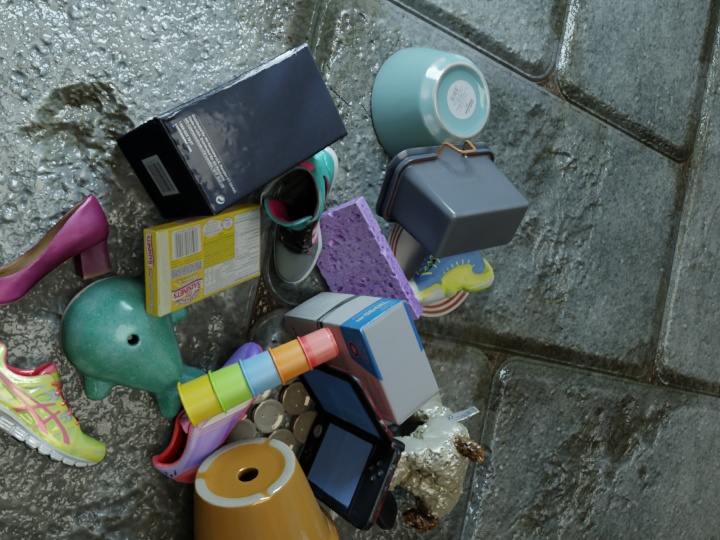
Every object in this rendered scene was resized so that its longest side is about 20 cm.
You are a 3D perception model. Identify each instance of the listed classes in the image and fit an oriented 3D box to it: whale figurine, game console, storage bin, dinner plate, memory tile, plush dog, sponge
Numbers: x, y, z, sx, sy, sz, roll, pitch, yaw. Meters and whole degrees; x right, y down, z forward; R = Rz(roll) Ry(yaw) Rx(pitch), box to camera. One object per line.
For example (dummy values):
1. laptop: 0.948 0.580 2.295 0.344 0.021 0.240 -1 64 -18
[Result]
1. whale figurine: -0.266 0.100 0.785 0.159 0.104 0.200 -46 118 -22
2. game console: -0.048 0.219 0.859 0.118 0.200 0.173 29 78 -31
3. storage bin: 0.149 -0.106 0.961 0.199 0.134 0.146 -12 138 -33
4. dinner plate: 0.119 -0.024 1.073 0.200 0.024 0.201 -3 96 -34
5. memory tile: -0.154 0.221 0.919 0.200 0.017 0.154 -29 109 -29
6. plush dog: 0.121 0.310 1.017 0.200 0.160 0.172 -50 143 -43
7. sponge: 0.000 0.000 0.942 0.200 0.111 0.030 62 30 -16

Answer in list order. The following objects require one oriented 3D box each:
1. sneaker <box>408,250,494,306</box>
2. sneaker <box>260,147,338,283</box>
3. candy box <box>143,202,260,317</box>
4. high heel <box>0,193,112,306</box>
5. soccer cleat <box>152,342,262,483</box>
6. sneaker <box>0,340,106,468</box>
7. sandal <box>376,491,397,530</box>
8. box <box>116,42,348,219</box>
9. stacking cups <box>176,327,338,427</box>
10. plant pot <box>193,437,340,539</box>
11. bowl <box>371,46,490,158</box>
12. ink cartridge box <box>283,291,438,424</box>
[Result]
1. sneaker: 0.119 -0.003 1.031 0.199 0.076 0.105 -11 81 -32
2. sneaker: -0.087 -0.063 0.851 0.121 0.083 0.201 -47 153 -68
3. candy box: -0.190 -0.020 0.805 0.200 0.026 0.103 -28 127 -60
4. high heel: -0.381 -0.021 0.722 0.200 0.067 0.097 -24 117 -45
5. soccer cleat: -0.193 0.180 0.840 0.076 0.067 0.200 35 79 -40
6. sneaker: -0.367 0.155 0.742 0.200 0.078 0.090 46 63 -29
7. sandal: 0.006 0.338 1.009 0.200 0.045 0.075 67 32 -33
8. box: -0.157 -0.161 0.778 0.198 0.200 0.124 -37 112 -25
9. stacking cups: -0.126 0.125 0.810 0.199 0.060 0.061 -25 107 -13
10. plant pot: -0.130 0.323 0.813 0.200 0.200 0.184 -22 117 -30
11. bowl: 0.126 -0.259 1.013 0.200 0.105 0.202 -3 96 -32
12. ink cartridge box: -0.005 0.114 0.900 0.084 0.200 0.146 -32 110 -29
